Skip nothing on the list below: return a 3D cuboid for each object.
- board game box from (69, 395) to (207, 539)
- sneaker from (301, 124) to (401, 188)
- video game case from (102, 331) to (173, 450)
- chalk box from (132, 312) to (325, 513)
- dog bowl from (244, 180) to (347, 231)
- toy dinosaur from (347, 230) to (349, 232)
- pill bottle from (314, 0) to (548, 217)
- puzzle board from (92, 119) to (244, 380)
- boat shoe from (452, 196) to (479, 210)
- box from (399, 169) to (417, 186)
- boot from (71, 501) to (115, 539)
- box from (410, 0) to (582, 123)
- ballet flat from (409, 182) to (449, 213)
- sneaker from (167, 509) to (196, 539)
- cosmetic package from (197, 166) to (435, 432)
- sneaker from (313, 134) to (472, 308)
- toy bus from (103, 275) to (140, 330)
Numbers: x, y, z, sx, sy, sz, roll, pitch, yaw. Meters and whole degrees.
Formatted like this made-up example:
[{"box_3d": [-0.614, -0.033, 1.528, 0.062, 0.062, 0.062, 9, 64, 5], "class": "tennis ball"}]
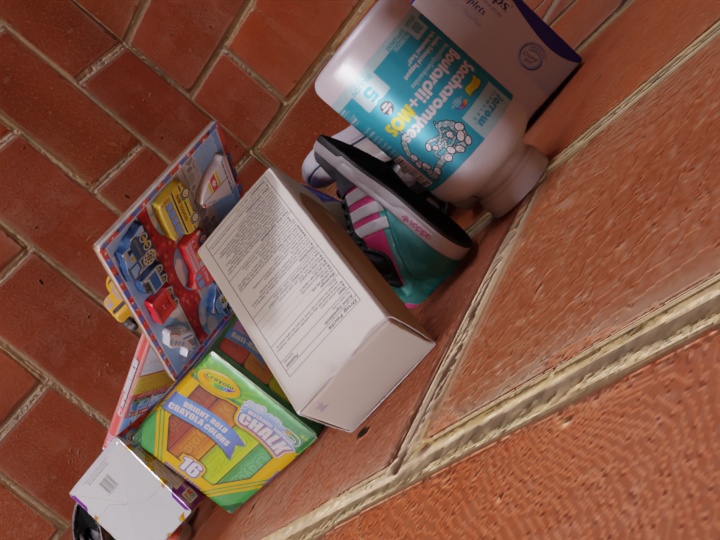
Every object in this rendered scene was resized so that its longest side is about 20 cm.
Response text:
[{"box_3d": [-0.186, 0.188, 0.961, 0.105, 0.103, 0.200, -48, -2, 30], "class": "board game box"}, {"box_3d": [0.001, -0.117, 0.988, 0.073, 0.071, 0.200, -21, -3, -33], "class": "sneaker"}, {"box_3d": [-0.211, 0.119, 1.062, 0.143, 0.017, 0.200, -10, -48, -50], "class": "video game case"}, {"box_3d": [-0.095, 0.107, 0.856, 0.200, 0.125, 0.124, -47, 8, 35], "class": "chalk box"}, {"box_3d": [-0.083, 0.003, 1.036, 0.200, 0.079, 0.201, -30, -48, -40], "class": "dog bowl"}, {"box_3d": [0.000, 0.000, 0.945, 0.200, 0.088, 0.048, -43, 20, 25], "class": "toy dinosaur"}, {"box_3d": [0.067, -0.136, 0.795, 0.111, 0.200, 0.111, -50, 8, 9], "class": "pill bottle"}, {"box_3d": [-0.142, -0.010, 0.794, 0.151, 0.017, 0.200, -53, -27, -26], "class": "puzzle board"}, {"box_3d": [0.116, -0.122, 0.966, 0.070, 0.071, 0.200, -50, 0, 23], "class": "boat shoe"}, {"box_3d": [0.060, -0.117, 1.061, 0.041, 0.039, 0.200, -44, -20, -23], "class": "box"}, {"box_3d": [-0.295, 0.290, 1.103, 0.174, 0.069, 0.201, -76, -15, -57], "class": "boot"}, {"box_3d": [0.131, -0.254, 1.062, 0.105, 0.184, 0.200, -49, 7, 0], "class": "box"}, {"box_3d": [0.027, -0.022, 1.005, 0.200, 0.068, 0.068, -52, 16, -10], "class": "ballet flat"}, {"box_3d": [-0.237, 0.275, 1.030, 0.077, 0.082, 0.200, -52, 7, -15], "class": "sneaker"}, {"box_3d": [-0.040, 0.019, 0.732, 0.105, 0.071, 0.200, -46, 50, 11], "class": "cosmetic package"}, {"box_3d": [0.004, -0.032, 0.853, 0.083, 0.200, 0.121, 9, -62, -50], "class": "sneaker"}, {"box_3d": [-0.224, 0.031, 1.055, 0.065, 0.078, 0.200, -43, -22, 5], "class": "toy bus"}]
